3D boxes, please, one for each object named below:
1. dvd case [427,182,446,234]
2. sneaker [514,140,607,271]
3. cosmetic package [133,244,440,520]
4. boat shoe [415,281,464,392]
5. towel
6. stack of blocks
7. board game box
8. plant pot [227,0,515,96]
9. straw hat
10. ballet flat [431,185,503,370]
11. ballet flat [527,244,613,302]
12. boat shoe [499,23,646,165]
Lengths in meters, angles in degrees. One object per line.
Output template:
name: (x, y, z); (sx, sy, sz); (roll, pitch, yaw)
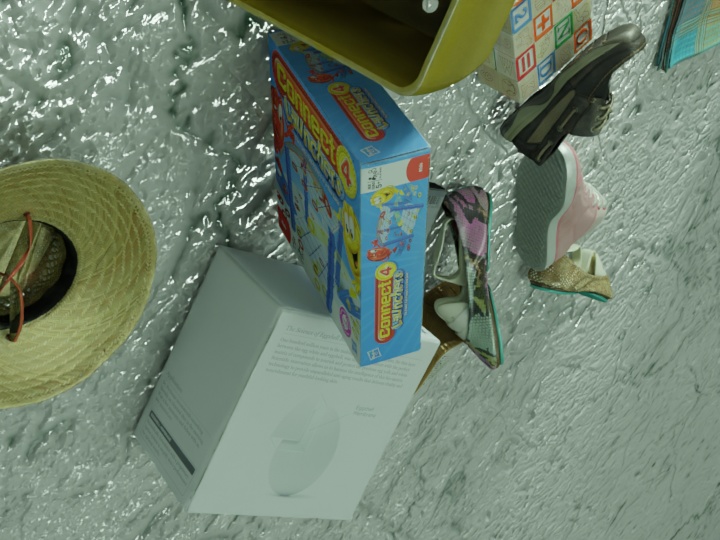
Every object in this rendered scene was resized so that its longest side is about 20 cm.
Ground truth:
dvd case: (0.000, 0.000, 1.112); (0.149, 0.025, 0.202); (1, 117, -51)
sneaker: (0.239, -0.094, 1.281); (0.104, 0.075, 0.201); (-33, 148, -22)
cosmetic package: (-0.067, 0.107, 1.007); (0.198, 0.123, 0.202); (15, 108, -43)
boat shoe: (0.072, 0.082, 1.242); (0.200, 0.071, 0.069); (-42, 171, -32)
towel: (0.446, -0.341, 1.377); (0.199, 0.022, 0.148); (-27, 138, -36)
stack of blocks: (0.160, -0.276, 1.044); (0.115, 0.058, 0.201); (-42, 144, -19)
board game box: (-0.013, -0.064, 0.883); (0.055, 0.201, 0.198); (-15, 133, -17)
plant pot: (0.036, -0.250, 0.810); (0.176, 0.199, 0.202); (-3, 122, -63)
straw hat: (-0.246, -0.006, 0.750); (0.199, 0.085, 0.203); (-25, 133, -30)
ballet flat: (0.112, 0.011, 1.191); (0.070, 0.069, 0.203); (-7, 101, -8)
ballet flat: (0.284, 0.001, 1.431); (0.199, 0.070, 0.066); (9, 98, -57)
boat shoe: (0.226, -0.175, 1.120); (0.074, 0.073, 0.200); (-42, -179, -37)
